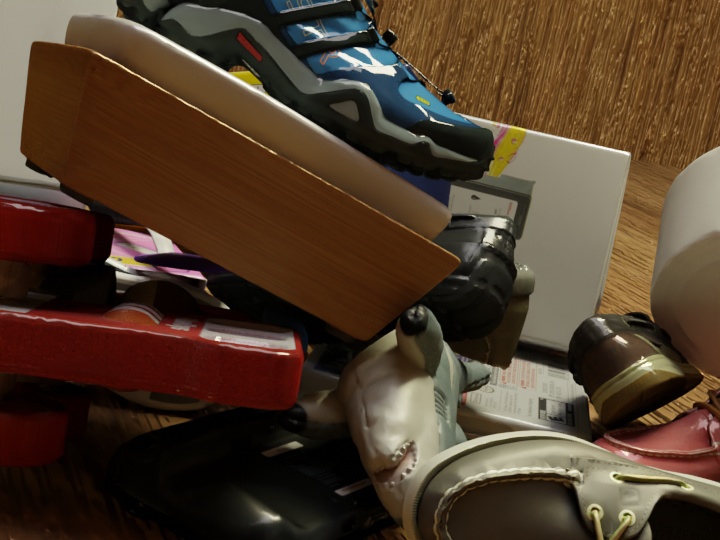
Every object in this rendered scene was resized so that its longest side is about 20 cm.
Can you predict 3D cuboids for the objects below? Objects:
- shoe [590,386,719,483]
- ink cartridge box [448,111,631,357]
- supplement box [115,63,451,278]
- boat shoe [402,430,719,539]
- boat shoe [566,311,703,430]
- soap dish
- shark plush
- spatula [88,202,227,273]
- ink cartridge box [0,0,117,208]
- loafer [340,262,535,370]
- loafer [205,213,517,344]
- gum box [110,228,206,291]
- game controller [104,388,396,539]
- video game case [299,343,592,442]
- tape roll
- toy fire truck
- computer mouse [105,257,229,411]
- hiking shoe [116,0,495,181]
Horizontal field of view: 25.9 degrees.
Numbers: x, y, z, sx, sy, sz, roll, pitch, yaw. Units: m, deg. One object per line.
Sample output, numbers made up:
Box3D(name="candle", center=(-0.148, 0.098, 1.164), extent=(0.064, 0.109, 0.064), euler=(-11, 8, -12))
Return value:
Box3D(name="shoe", center=(0.217, 0.088, 0.921), extent=(0.198, 0.092, 0.071), euler=(6, 12, -30))
Box3D(name="ink cartridge box", center=(0.083, -0.027, 1.151), extent=(0.198, 0.148, 0.147), euler=(14, -5, 6))
Box3D(name="supplement box", center=(-0.049, -0.060, 1.035), extent=(0.198, 0.110, 0.110), euler=(1, -21, 23))
Box3D(name="boat shoe", center=(0.116, 0.119, 0.704), extent=(0.200, 0.073, 0.060), euler=(12, 5, -23))
Box3D(name="boat shoe", center=(0.168, 0.057, 0.975), extent=(0.073, 0.065, 0.200), euler=(-29, -11, 6))
Box3D(name="soap dish", center=(-0.067, -0.044, 0.760), extent=(0.199, 0.082, 0.157), euler=(28, -1, -23))
Box3D(name="shark plush", center=(0.027, 0.076, 0.794), extent=(0.084, 0.091, 0.200), euler=(53, 5, 6))
Box3D(name="spatula", center=(-0.123, -0.021, 0.925), extent=(0.056, 0.021, 0.200), euler=(10, 10, -29))
Box3D(name="ink cartridge box", center=(-0.218, -0.095, 1.042), extent=(0.082, 0.147, 0.200), euler=(8, -17, -13))
Box3D(name="loafer", center=(0.012, 0.030, 0.953), extent=(0.198, 0.071, 0.075), euler=(-1, 0, 35))
Box3D(name="loafer", center=(0.000, 0.000, 0.892), extent=(0.199, 0.071, 0.068), euler=(-1, -35, 34))
Box3D(name="gum box", center=(-0.203, 0.008, 0.933), extent=(0.198, 0.067, 0.113), euler=(9, 10, -19))
Box3D(name="game controller", center=(-0.033, 0.099, 0.760), extent=(0.104, 0.042, 0.199), euler=(33, 19, 22))
Box3D(name="video game case", center=(0.059, 0.071, 1.026), extent=(0.180, 0.023, 0.200), euler=(13, 12, 5))
Box3D(name="tape roll", center=(0.280, 0.001, 0.962), extent=(0.200, 0.071, 0.203), euler=(12, -32, 7))
Box3D(name="toy fire truck", center=(-0.107, 0.032, 0.731), extent=(0.166, 0.113, 0.200), euler=(9, 1, -3))
Box3D(name="computer mouse", center=(-0.162, 0.025, 0.863), extent=(0.198, 0.111, 0.044), euler=(20, -2, -16))
Box3D(name="hiking shoe", center=(-0.015, -0.113, 0.738), extent=(0.199, 0.087, 0.074), euler=(29, -1, -8))
